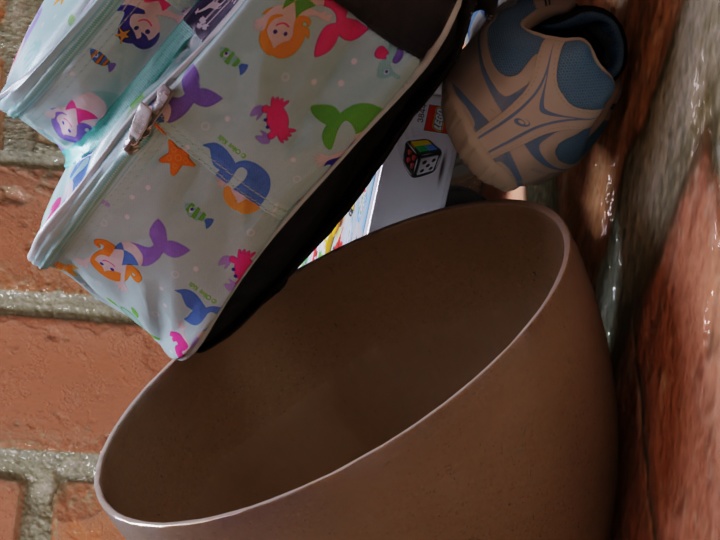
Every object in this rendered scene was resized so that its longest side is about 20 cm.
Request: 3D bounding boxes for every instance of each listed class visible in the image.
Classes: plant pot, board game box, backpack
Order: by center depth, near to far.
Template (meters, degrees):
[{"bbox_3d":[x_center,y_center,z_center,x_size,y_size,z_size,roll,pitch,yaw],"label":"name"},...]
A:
[{"bbox_3d":[0.019,0.084,0.958,0.135,0.199,0.200,59,-174,-20],"label":"plant pot"},{"bbox_3d":[-0.054,-0.073,0.986,0.201,0.150,0.178,-58,8,21],"label":"backpack"},{"bbox_3d":[0.000,0.000,1.153,0.126,0.034,0.201,-120,40,-70],"label":"board game box"}]

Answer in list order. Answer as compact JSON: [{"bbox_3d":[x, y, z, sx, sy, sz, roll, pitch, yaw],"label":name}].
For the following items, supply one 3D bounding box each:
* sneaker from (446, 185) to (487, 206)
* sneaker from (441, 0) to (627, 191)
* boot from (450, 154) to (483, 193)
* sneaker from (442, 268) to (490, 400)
[{"bbox_3d":[0.042,0.064,1.175,0.090,0.066,0.201,-141,58,-70],"label":"sneaker"},{"bbox_3d":[0.077,-0.084,1.028,0.072,0.072,0.200,62,-167,-13],"label":"sneaker"},{"bbox_3d":[0.028,-0.021,1.347,0.200,0.067,0.132,-99,10,-68],"label":"boot"},{"bbox_3d":[0.054,0.068,1.097,0.115,0.075,0.202,-76,0,-79],"label":"sneaker"}]
